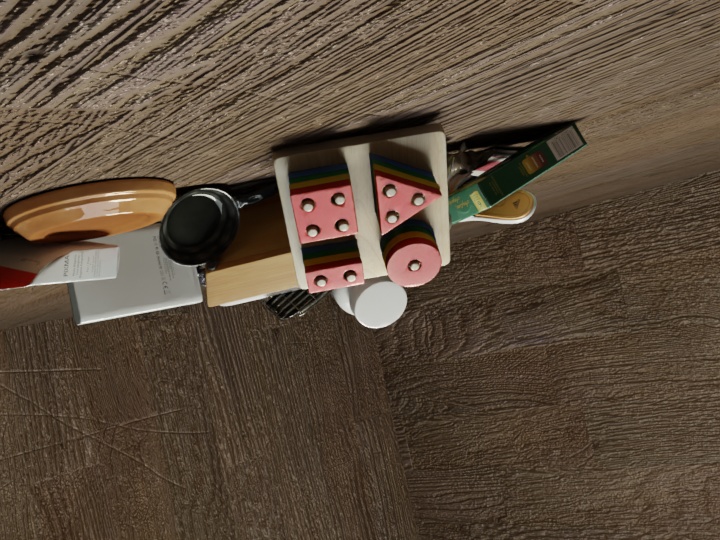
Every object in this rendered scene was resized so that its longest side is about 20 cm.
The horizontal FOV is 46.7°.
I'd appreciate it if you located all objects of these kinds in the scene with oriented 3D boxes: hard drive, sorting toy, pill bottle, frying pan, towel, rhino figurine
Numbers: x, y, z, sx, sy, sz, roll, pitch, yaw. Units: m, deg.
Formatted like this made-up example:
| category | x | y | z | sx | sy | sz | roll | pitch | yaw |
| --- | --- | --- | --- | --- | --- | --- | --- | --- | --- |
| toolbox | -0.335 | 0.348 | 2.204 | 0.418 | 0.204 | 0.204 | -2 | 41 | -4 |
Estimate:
| category | x | y | z | sx | sy | sz | roll | pitch | yaw |
| --- | --- | --- | --- | --- | --- | --- | --- | --- | --- |
| hard drive | -0.341 | -0.001 | 1.253 | 0.200 | 0.132 | 0.026 | -10 | 177 | -41 |
| sorting toy | 0.011 | -0.056 | 0.989 | 0.198 | 0.200 | 0.070 | -10 | -140 | -2 |
| pill bottle | 0.000 | 0.000 | 1.286 | 0.112 | 0.112 | 0.200 | -12 | -148 | -14 |
| frying pan | -0.188 | -0.087 | 1.096 | 0.190 | 0.031 | 0.115 | -48 | 138 | -2 |
| towel | 0.174 | -0.166 | 1.388 | 0.200 | 0.023 | 0.144 | -17 | 173 | 41 |
| rhino figurine | 0.103 | -0.138 | 1.205 | 0.200 | 0.060 | 0.087 | -17 | 168 | 25 |

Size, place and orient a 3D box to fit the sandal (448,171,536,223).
| category | x | y | z | sx | sy | sz | roll | pitch | yaw |
| --- | --- | --- | --- | --- | --- | --- | --- | --- | --- |
| sandal | 0.175 | -0.120 | 1.311 | 0.206 | 0.079 | 0.059 | 6 | 157 | 37 |

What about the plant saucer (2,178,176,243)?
| category | x | y | z | sx | sy | sz | roll | pitch | yaw |
| --- | --- | --- | --- | --- | --- | --- | --- | --- | --- |
| plant saucer | -0.318 | -0.067 | 0.998 | 0.200 | 0.038 | 0.200 | -12 | 178 | 0 |

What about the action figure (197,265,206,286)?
| category | x | y | z | sx | sy | sz | roll | pitch | yaw |
| --- | --- | --- | --- | --- | --- | --- | --- | --- | --- |
| action figure | -0.297 | -0.010 | 1.713 | 0.200 | 0.102 | 0.119 | 17 | 175 | -20 |

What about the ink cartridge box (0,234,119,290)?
| category | x | y | z | sx | sy | sz | roll | pitch | yaw |
| --- | --- | --- | --- | --- | --- | --- | --- | --- | --- |
| ink cartridge box | -0.428 | -0.014 | 1.028 | 0.162 | 0.057 | 0.200 | 9 | -175 | 32 |

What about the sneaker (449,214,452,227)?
| category | x | y | z | sx | sy | sz | roll | pitch | yaw |
| --- | --- | --- | --- | --- | --- | --- | --- | --- | --- |
| sneaker | 0.021 | -0.049 | 1.180 | 0.200 | 0.075 | 0.106 | 1 | -139 | 36 |

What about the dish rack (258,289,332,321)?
| category | x | y | z | sx | sy | sz | roll | pitch | yaw |
| --- | --- | --- | --- | --- | --- | --- | --- | --- | --- |
| dish rack | -0.111 | -0.008 | 1.237 | 0.153 | 0.200 | 0.055 | -42 | 143 | -13 |

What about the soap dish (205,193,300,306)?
| category | x | y | z | sx | sy | sz | roll | pitch | yaw |
| --- | --- | --- | --- | --- | --- | --- | --- | --- | --- |
| soap dish | -0.130 | -0.043 | 1.182 | 0.200 | 0.158 | 0.081 | -14 | 142 | 8 |

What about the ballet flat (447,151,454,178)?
| category | x | y | z | sx | sy | sz | roll | pitch | yaw |
| --- | --- | --- | --- | --- | --- | --- | --- | --- | --- |
| ballet flat | 0.063 | -0.080 | 1.110 | 0.200 | 0.072 | 0.072 | -38 | -173 | -21 |

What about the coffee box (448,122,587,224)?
| category | x | y | z | sx | sy | sz | roll | pitch | yaw |
| --- | --- | --- | --- | --- | --- | --- | --- | --- | --- |
| coffee box | 0.221 | -0.142 | 1.217 | 0.200 | 0.044 | 0.123 | -33 | -175 | -21 |
